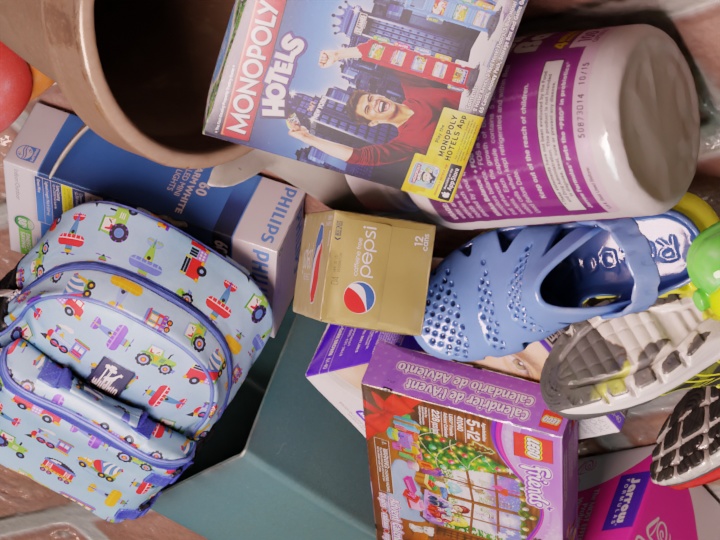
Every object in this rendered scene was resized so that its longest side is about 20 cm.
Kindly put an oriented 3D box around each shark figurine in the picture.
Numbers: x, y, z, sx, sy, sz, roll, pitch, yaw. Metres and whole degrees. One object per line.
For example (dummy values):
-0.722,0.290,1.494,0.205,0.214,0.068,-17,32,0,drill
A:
-0.097,-0.084,1.717,0.213,0.090,0.129,15,143,12,shark figurine

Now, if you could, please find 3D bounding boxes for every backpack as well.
-0.161,0.054,1.791,0.182,0.135,0.200,32,142,-12,backpack

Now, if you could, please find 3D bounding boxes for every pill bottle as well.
0.090,-0.082,1.580,0.199,0.113,0.112,-4,136,34,pill bottle

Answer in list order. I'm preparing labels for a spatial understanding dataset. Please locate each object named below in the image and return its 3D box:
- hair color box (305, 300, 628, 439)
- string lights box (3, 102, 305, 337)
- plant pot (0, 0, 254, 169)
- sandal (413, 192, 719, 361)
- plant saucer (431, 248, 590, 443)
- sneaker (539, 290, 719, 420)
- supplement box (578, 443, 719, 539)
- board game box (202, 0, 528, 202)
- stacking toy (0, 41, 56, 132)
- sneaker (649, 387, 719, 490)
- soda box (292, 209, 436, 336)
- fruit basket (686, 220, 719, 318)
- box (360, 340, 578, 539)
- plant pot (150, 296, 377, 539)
0.074,0.066,1.765,0.199,0.065,0.109,-16,128,42,hair color box
-0.139,-0.035,1.829,0.199,0.059,0.103,18,145,10,string lights box
-0.139,-0.171,1.559,0.174,0.201,0.201,16,148,41,plant pot
0.115,0.005,1.605,0.199,0.087,0.080,-21,93,23,sandal
0.086,0.046,1.817,0.199,0.037,0.201,16,144,12,plant saucer
0.209,0.051,1.656,0.199,0.075,0.085,-24,140,7,sneaker
0.155,0.205,1.924,0.199,0.102,0.103,-15,129,42,supplement box
-0.012,-0.160,1.475,0.199,0.062,0.201,16,117,-9,board game box
-0.272,-0.111,1.688,0.145,0.201,0.147,17,144,12,stacking toy
0.270,0.112,1.758,0.085,0.077,0.200,35,145,-24,sneaker
0.000,0.000,1.657,0.064,0.068,0.200,8,180,-7,soda box
0.280,-0.030,1.490,0.214,0.156,0.216,4,143,3,fruit basket
0.074,0.134,1.764,0.136,0.039,0.201,14,145,15,box
-0.023,0.143,1.924,0.200,0.142,0.141,35,144,-20,plant pot
